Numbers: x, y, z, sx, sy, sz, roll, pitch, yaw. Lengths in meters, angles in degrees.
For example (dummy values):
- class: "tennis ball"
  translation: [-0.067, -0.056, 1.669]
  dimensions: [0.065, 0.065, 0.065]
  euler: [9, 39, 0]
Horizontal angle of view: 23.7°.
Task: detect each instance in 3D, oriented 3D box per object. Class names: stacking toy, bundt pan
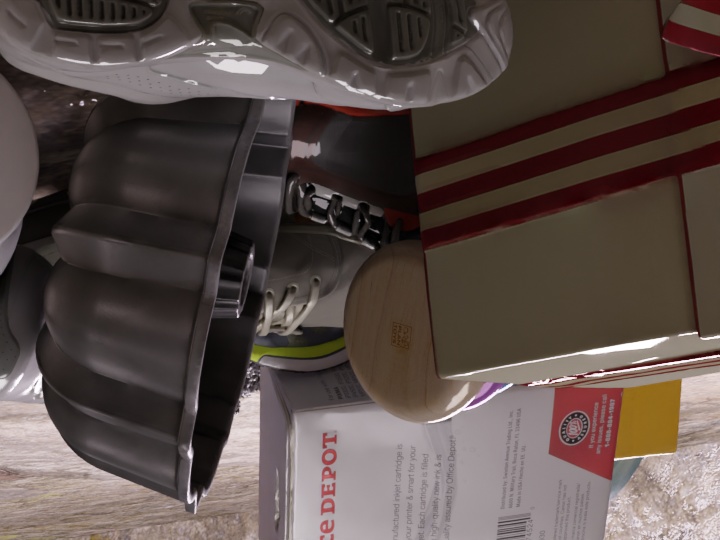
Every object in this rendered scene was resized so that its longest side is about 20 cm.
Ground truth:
- class: "stacking toy"
  translation: [0.086, 0.021, 0.858]
  dimensions: [0.085, 0.086, 0.200]
  euler: [-18, 172, 42]
- class: "bundt pan"
  translation: [-0.084, -0.003, 0.735]
  dimensions: [0.075, 0.203, 0.202]
  euler: [11, 168, 2]

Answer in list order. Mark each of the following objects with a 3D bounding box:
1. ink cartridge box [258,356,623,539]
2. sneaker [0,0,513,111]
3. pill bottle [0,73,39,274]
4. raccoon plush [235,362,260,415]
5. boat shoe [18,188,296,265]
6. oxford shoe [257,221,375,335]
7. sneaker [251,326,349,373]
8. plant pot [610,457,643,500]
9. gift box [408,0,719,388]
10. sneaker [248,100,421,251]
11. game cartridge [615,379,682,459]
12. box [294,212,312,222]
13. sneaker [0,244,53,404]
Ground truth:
- class: "ink cartridge box"
  translation: [0.042, 0.111, 1.011]
  dimensions: [0.199, 0.147, 0.083]
  euler: [-5, -151, -15]
- class: "sneaker"
  translation: [-0.043, -0.096, 0.639]
  dimensions: [0.199, 0.078, 0.099]
  euler: [6, 172, -17]
- class: "pill bottle"
  translation: [-0.214, -0.022, 0.748]
  dimensions: [0.115, 0.116, 0.200]
  euler: [0, 166, -29]
- class: "raccoon plush"
  translation: [-0.081, 0.039, 1.172]
  dimensions: [0.134, 0.097, 0.200]
  euler: [-21, 163, 23]
- class: "boat shoe"
  translation: [-0.126, -0.021, 0.932]
  dimensions: [0.201, 0.060, 0.072]
  euler: [-14, 134, 20]
- class: "oxford shoe"
  translation: [-0.051, 0.009, 0.876]
  dimensions: [0.199, 0.058, 0.075]
  euler: [11, 135, -22]
- class: "sneaker"
  translation: [0.000, 0.000, 0.975]
  dimensions: [0.199, 0.081, 0.074]
  euler: [-12, -150, -24]
- class: "plant pot"
  translation: [0.088, 0.073, 1.184]
  dimensions: [0.200, 0.201, 0.134]
  euler: [-15, 156, 34]
- class: "gift box"
  translation: [0.135, -0.034, 0.727]
  dimensions: [0.186, 0.185, 0.200]
  euler: [-13, 172, 36]
- class: "sneaker"
  translation: [0.004, -0.044, 0.843]
  dimensions: [0.199, 0.082, 0.077]
  euler: [-6, 168, -4]
- class: "game cartridge"
  translation: [0.110, 0.038, 1.080]
  dimensions: [0.199, 0.177, 0.032]
  euler: [-3, -165, -15]
- class: "box"
  translation: [-0.065, -0.012, 1.053]
  dimensions: [0.119, 0.042, 0.200]
  euler: [-12, 169, 21]
- class: "sneaker"
  translation: [-0.148, 0.033, 0.823]
  dimensions: [0.080, 0.071, 0.200]
  euler: [33, -178, -6]
